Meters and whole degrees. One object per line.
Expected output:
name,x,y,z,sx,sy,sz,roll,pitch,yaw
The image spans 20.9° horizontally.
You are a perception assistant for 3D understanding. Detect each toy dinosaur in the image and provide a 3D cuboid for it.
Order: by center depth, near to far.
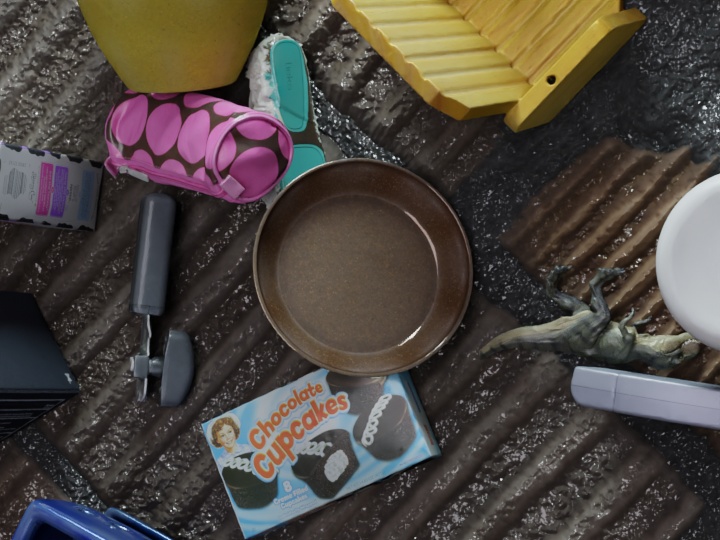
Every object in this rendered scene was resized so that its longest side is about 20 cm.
toy dinosaur,0.196,0.040,1.710,0.199,0.047,0.088,2,95,24

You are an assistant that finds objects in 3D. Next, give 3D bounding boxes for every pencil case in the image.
pencil case,-0.152,-0.112,1.784,0.094,0.091,0.200,-47,34,-22

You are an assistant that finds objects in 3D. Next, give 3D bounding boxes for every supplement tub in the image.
supplement tub,0.327,-0.002,1.579,0.144,0.200,0.145,-1,86,20

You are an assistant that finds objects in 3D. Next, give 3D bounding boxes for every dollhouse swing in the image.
dollhouse swing,0.106,-0.240,1.687,0.182,0.176,0.200,-46,73,12

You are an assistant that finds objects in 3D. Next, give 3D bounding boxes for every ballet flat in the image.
ballet flat,-0.072,-0.119,1.813,0.072,0.072,0.201,-8,82,20

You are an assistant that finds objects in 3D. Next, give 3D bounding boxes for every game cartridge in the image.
game cartridge,0.282,0.111,1.626,0.199,0.133,0.041,8,86,21

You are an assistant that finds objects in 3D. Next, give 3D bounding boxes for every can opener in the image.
can opener,-0.185,0.028,1.855,0.067,0.053,0.201,7,89,-12

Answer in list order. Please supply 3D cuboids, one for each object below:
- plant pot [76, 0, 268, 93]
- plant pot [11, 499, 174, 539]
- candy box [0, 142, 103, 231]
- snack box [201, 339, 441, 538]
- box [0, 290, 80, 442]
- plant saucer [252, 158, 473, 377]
plant pot,-0.171,-0.241,1.793,0.199,0.200,0.142,2,105,20
plant pot,-0.221,0.331,1.774,0.200,0.180,0.200,27,96,19
candy box,-0.363,-0.085,1.837,0.167,0.200,0.072,7,90,21
snack box,-0.037,0.155,1.791,0.200,0.037,0.116,-26,78,17
box,-0.409,0.113,1.845,0.198,0.200,0.123,-32,77,15
plant saucer,0.000,0.000,1.749,0.200,0.037,0.201,3,77,-11
